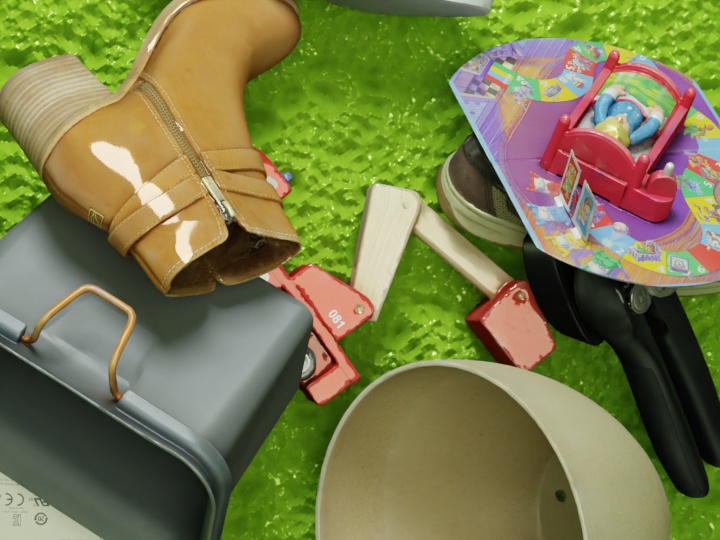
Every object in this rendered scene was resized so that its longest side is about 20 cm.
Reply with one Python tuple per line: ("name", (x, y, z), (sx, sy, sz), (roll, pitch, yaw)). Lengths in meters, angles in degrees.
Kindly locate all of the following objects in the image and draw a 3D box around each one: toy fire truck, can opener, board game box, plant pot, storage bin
("toy fire truck", (0.000, 0.000, 1.552), (0.141, 0.049, 0.200), (-36, 96, -7))
("can opener", (0.164, 0.044, 1.550), (0.063, 0.079, 0.200), (-47, 124, -20))
("board game box", (0.146, -0.075, 1.511), (0.158, 0.200, 0.039), (-4, 137, -24))
("plant pot", (0.092, 0.142, 1.517), (0.134, 0.200, 0.201), (-7, 93, -45))
("storage bin", (-0.126, 0.040, 1.463), (0.200, 0.146, 0.134), (30, 57, 11))

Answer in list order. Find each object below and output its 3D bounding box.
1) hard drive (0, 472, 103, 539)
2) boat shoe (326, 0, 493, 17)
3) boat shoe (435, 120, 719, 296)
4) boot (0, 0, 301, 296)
("hard drive", (-0.184, 0.170, 1.534), (0.139, 0.038, 0.200), (2, 92, -9))
("boat shoe", (-0.020, -0.195, 1.539), (0.201, 0.075, 0.086), (10, 86, 0))
("boat shoe", (0.144, -0.037, 1.553), (0.200, 0.065, 0.073), (9, 58, -15))
("boot", (-0.076, -0.066, 1.475), (0.200, 0.074, 0.155), (-27, 60, -31))
